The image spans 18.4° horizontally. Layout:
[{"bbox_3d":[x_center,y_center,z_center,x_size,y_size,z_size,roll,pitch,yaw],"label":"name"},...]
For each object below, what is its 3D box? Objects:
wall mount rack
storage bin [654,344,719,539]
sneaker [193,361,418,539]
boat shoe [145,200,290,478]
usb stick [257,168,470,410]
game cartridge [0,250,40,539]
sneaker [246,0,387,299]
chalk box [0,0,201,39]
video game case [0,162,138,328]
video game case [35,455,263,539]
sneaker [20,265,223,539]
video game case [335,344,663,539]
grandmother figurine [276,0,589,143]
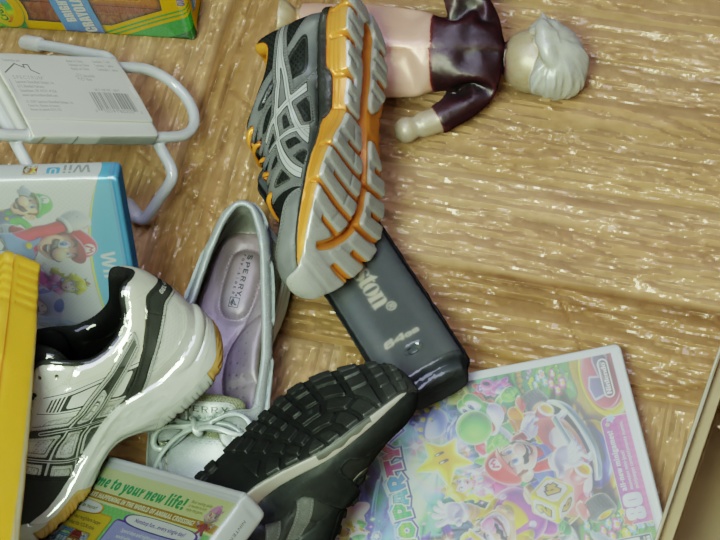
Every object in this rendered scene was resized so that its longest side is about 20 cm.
[{"bbox_3d":[-0.204,-0.106,1.374,0.199,0.075,0.174,-2,51,-47],"label":"wall mount rack"},{"bbox_3d":[0.253,0.169,1.185,0.198,0.094,0.200,19,63,9],"label":"storage bin"},{"bbox_3d":[-0.040,0.135,1.243,0.199,0.088,0.076,-38,27,-1],"label":"sneaker"},{"bbox_3d":[-0.084,0.059,1.303,0.074,0.065,0.204,9,66,11],"label":"boat shoe"},{"bbox_3d":[0.000,0.000,1.339,0.055,0.033,0.201,-24,55,-12],"label":"usb stick"},{"bbox_3d":[-0.232,0.108,1.228,0.032,0.176,0.201,20,47,-27],"label":"game cartridge"},{"bbox_3d":[-0.031,-0.070,1.334,0.077,0.078,0.201,-9,54,22],"label":"sneaker"},{"bbox_3d":[-0.202,-0.240,1.452,0.198,0.125,0.125,3,60,8],"label":"chalk box"},{"bbox_3d":[-0.230,-0.001,1.309,0.198,0.144,0.018,-1,39,5],"label":"video game case"},{"bbox_3d":[-0.162,0.181,1.203,0.199,0.022,0.182,6,52,54],"label":"video game case"},{"bbox_3d":[-0.174,0.077,1.250,0.200,0.088,0.076,-44,29,0],"label":"sneaker"},{"bbox_3d":[0.068,0.126,1.281,0.198,0.018,0.144,-11,61,-1],"label":"video game case"},{"bbox_3d":[0.046,-0.139,1.414,0.198,0.061,0.123,5,88,5],"label":"grandmother figurine"}]
